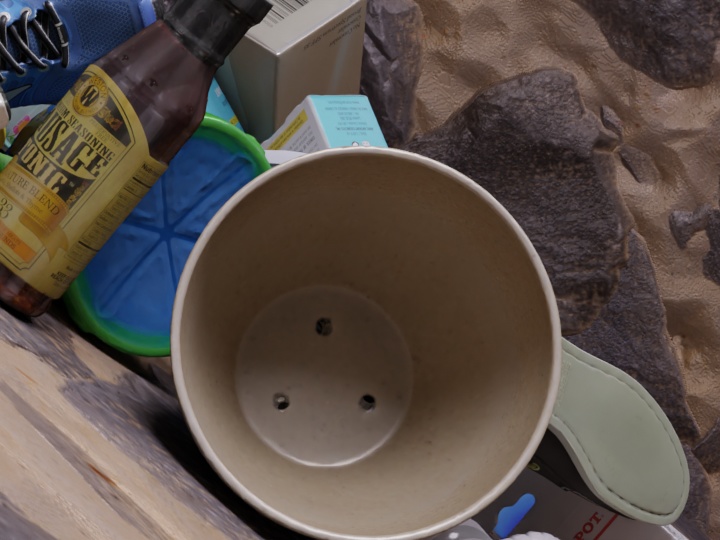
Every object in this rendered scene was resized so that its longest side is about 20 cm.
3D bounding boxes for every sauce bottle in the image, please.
[{"bbox_3d":[-0.123,-0.070,1.291,0.066,0.200,0.066,38,4,-3],"label":"sauce bottle"}]

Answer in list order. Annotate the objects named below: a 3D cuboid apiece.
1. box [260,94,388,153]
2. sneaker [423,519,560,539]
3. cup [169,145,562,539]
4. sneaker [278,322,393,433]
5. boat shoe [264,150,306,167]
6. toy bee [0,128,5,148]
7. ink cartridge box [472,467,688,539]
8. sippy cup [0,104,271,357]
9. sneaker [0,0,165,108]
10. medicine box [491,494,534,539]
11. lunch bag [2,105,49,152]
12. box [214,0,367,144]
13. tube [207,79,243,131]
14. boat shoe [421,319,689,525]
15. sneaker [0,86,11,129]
[{"bbox_3d":[0.000,0.000,1.548,0.049,0.082,0.201,-4,63,-40],"label":"box"},{"bbox_3d":[0.079,0.192,1.416,0.200,0.075,0.082,21,33,-59],"label":"sneaker"},{"bbox_3d":[-0.008,0.047,1.356,0.200,0.201,0.143,41,-13,-2],"label":"cup"},{"bbox_3d":[0.002,0.077,1.456,0.071,0.080,0.201,-6,59,-56],"label":"sneaker"},{"bbox_3d":[-0.076,-0.041,1.541,0.067,0.199,0.074,-46,125,-54],"label":"boat shoe"},{"bbox_3d":[-0.237,-0.114,1.556,0.199,0.109,0.131,7,33,-34],"label":"toy bee"},{"bbox_3d":[0.150,0.198,1.556,0.200,0.116,0.068,41,4,-1],"label":"ink cartridge box"},{"bbox_3d":[-0.132,-0.036,1.429,0.130,0.140,0.178,28,-26,52],"label":"sippy cup"},{"bbox_3d":[-0.197,-0.112,1.382,0.089,0.199,0.079,-56,130,-70],"label":"sneaker"},{"bbox_3d":[0.075,0.079,1.821,0.200,0.103,0.182,54,-2,1],"label":"medicine box"},{"bbox_3d":[-0.180,-0.086,1.734,0.200,0.077,0.160,46,3,-13],"label":"lunch bag"},{"bbox_3d":[-0.057,-0.113,1.778,0.078,0.095,0.201,35,-35,26],"label":"box"},{"bbox_3d":[-0.089,-0.071,1.726,0.201,0.050,0.077,57,5,-10],"label":"tube"},{"bbox_3d":[0.109,0.080,1.477,0.201,0.072,0.060,41,-31,-27],"label":"boat shoe"},{"bbox_3d":[-0.226,-0.078,1.251,0.200,0.089,0.079,132,-62,-75],"label":"sneaker"}]
